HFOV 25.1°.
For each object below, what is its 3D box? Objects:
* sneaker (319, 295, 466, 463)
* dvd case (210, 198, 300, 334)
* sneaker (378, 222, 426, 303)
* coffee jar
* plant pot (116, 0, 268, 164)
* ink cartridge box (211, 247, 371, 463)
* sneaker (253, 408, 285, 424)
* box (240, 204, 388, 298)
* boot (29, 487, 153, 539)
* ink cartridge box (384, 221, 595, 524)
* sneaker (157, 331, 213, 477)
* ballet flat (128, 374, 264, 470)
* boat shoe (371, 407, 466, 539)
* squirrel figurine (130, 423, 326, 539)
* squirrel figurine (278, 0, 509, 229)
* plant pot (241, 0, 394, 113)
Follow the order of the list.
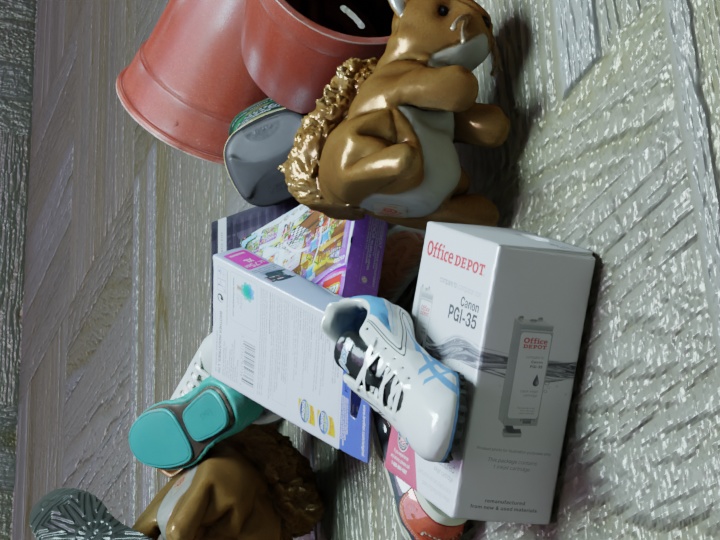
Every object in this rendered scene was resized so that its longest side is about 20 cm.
[{"bbox_3d":[0.022,0.079,1.174,0.200,0.072,0.072,-128,50,-60],"label":"sneaker"},{"bbox_3d":[-0.065,-0.008,1.598,0.199,0.016,0.149,-18,61,28],"label":"dvd case"},{"bbox_3d":[0.000,0.000,1.493,0.200,0.071,0.080,-47,29,33],"label":"sneaker"},{"bbox_3d":[-0.085,-0.126,1.652,0.200,0.104,0.086,-104,-10,-77],"label":"coffee jar"},{"bbox_3d":[-0.144,-0.253,1.810,0.196,0.200,0.201,-61,29,28],"label":"plant pot"},{"bbox_3d":[-0.050,0.069,1.364,0.200,0.042,0.120,27,123,41],"label":"ink cartridge box"},{"bbox_3d":[-0.032,0.103,1.492,0.200,0.091,0.078,-30,47,48],"label":"sneaker"},{"bbox_3d":[-0.052,0.007,1.458,0.200,0.039,0.137,-27,45,48],"label":"box"},{"bbox_3d":[-0.222,0.312,1.547,0.181,0.073,0.200,29,152,34],"label":"boot"},{"bbox_3d":[0.093,0.071,1.207,0.146,0.082,0.201,-156,74,-69],"label":"ink cartridge box"},{"bbox_3d":[-0.156,0.140,1.597,0.085,0.073,0.200,-40,-19,-42],"label":"sneaker"},{"bbox_3d":[-0.146,0.139,1.521,0.200,0.070,0.068,-30,84,52],"label":"ballet flat"},{"bbox_3d":[0.044,0.143,1.342,0.063,0.071,0.201,113,150,-42],"label":"boat shoe"},{"bbox_3d":[-0.094,0.250,1.560,0.141,0.187,0.200,-31,21,55],"label":"squirrel figurine"},{"bbox_3d":[0.025,-0.137,1.318,0.199,0.141,0.188,-5,71,43],"label":"squirrel figurine"},{"bbox_3d":[-0.024,-0.252,1.505,0.195,0.200,0.202,124,148,-65],"label":"plant pot"}]
